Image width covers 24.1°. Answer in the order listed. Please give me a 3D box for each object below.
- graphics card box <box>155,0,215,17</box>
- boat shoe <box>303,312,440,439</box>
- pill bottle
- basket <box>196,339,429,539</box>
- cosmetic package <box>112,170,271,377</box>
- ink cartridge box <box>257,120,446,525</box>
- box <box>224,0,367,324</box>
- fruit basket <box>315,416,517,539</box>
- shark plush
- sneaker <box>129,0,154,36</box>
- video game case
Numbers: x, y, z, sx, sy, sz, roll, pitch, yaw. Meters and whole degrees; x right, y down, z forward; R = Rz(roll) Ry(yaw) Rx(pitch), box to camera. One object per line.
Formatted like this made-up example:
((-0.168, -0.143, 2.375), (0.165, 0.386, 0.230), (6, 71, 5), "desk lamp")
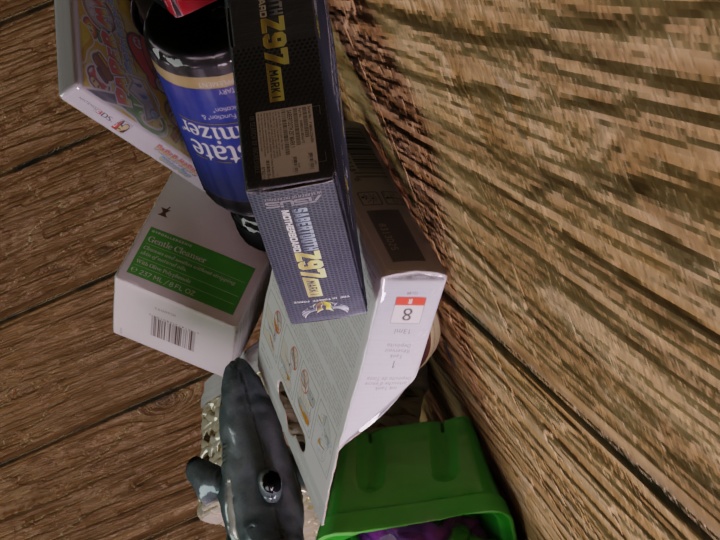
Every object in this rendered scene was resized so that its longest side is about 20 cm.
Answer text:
((-0.136, -0.236, 1.053), (0.127, 0.050, 0.200), (67, 170, -21), "graphics card box")
((-0.003, 0.068, 1.141), (0.072, 0.072, 0.200), (35, 150, 2), "boat shoe")
((-0.075, -0.112, 1.207), (0.112, 0.111, 0.201), (-117, 6, -45), "pill bottle")
((-0.045, 0.138, 1.349), (0.200, 0.134, 0.125), (143, 138, -61), "basket")
((-0.110, -0.029, 1.341), (0.085, 0.106, 0.201), (104, -173, -56), "cosmetic package")
((-0.011, 0.033, 1.065), (0.163, 0.050, 0.202), (-117, 30, -47), "ink cartridge box")
((-0.037, -0.094, 0.929), (0.158, 0.050, 0.202), (78, -175, -63), "box")
((0.059, 0.229, 1.157), (0.216, 0.153, 0.219), (-8, -90, -84), "fruit basket")
((-0.071, 0.158, 1.127), (0.201, 0.090, 0.084), (-95, 11, -45), "shark plush")
((-0.127, -0.211, 1.303), (0.200, 0.105, 0.076), (180, 67, -85), "sneaker")
((-0.164, -0.171, 1.289), (0.181, 0.023, 0.202), (33, -142, -45), "video game case")
